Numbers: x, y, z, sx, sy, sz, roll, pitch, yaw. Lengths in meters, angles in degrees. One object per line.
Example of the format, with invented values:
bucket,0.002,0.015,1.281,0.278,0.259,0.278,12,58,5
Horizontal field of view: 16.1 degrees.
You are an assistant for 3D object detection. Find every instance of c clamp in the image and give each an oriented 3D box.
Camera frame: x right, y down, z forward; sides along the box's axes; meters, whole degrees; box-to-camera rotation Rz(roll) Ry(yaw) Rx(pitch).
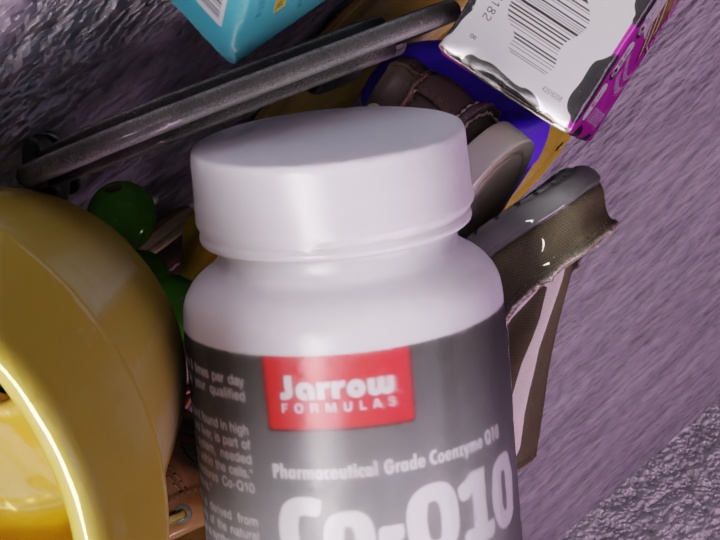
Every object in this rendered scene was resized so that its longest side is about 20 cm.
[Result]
c clamp,-0.048,-0.062,0.944,0.199,0.027,0.170,-23,-173,-35

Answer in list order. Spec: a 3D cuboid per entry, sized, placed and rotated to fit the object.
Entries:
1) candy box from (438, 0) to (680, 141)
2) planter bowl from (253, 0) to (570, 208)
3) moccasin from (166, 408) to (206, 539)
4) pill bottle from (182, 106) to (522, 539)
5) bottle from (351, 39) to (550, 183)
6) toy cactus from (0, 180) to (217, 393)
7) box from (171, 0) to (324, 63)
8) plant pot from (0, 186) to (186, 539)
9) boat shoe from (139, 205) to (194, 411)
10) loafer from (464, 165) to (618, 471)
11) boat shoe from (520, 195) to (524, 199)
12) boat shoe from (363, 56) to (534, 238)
candy box,0.113,-0.147,0.954,0.201,0.061,0.136,-58,174,6
planter bowl,0.040,-0.069,1.159,0.200,0.083,0.201,-41,167,-12
moccasin,-0.118,0.140,0.978,0.201,0.078,0.074,-43,151,15
pill bottle,-0.003,0.051,0.890,0.114,0.113,0.201,-25,114,-52
bottle,0.002,-0.005,1.079,0.083,0.065,0.200,-7,138,-45
toy cactus,-0.125,0.053,1.002,0.165,0.102,0.200,-43,176,-38
box,0.017,-0.159,0.898,0.200,0.049,0.082,-37,165,-23
plant pot,-0.145,0.058,0.826,0.201,0.201,0.189,-49,-179,21
boat shoe,-0.084,0.039,1.149,0.072,0.072,0.200,-37,165,-24
loafer,0.050,0.040,0.982,0.075,0.070,0.200,-35,162,-46
boat shoe,0.048,-0.028,1.348,0.073,0.067,0.200,-37,149,-5
boat shoe,0.000,0.000,0.994,0.072,0.059,0.200,-36,163,-42
